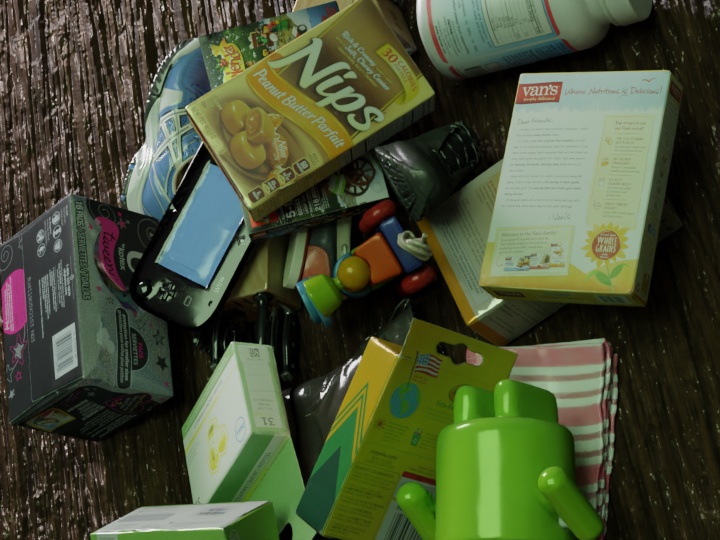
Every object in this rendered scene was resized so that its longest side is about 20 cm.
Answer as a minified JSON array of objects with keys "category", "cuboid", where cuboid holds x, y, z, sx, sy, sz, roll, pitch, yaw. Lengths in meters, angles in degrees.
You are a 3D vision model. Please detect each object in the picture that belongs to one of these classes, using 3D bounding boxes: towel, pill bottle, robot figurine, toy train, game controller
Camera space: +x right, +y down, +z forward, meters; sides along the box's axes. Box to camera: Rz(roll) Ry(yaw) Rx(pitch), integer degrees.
[{"category":"towel","cuboid":[0.146,0.158,1.625,0.146,0.030,0.200,-5,69,31]},{"category":"pill bottle","cuboid":[0.160,-0.247,1.731,0.200,0.109,0.109,-11,66,28]},{"category":"robot figurine","cuboid":[0.119,0.194,1.544,0.175,0.116,0.200,-11,70,39]},{"category":"toy train","cuboid":[0.000,0.000,1.667,0.116,0.200,0.085,-31,89,-3]},{"category":"game controller","cuboid":[-0.142,-0.041,1.799,0.104,0.042,0.200,24,85,36]}]

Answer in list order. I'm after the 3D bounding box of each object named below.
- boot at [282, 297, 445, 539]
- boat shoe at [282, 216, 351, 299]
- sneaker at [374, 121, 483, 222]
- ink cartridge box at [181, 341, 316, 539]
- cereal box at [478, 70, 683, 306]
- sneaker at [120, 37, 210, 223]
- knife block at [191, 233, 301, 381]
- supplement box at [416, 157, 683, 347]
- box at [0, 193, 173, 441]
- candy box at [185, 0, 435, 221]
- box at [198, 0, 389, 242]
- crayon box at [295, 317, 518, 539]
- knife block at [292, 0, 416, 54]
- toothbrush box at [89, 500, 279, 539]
[{"category":"boot","cuboid":[0.015,0.139,1.691,0.174,0.069,0.200,-31,57,17]},{"category":"boat shoe","cuboid":[-0.026,-0.069,1.807,0.062,0.071,0.200,13,71,-8]},{"category":"sneaker","cuboid":[0.066,-0.099,1.693,0.091,0.200,0.076,-28,99,5]},{"category":"ink cartridge box","cuboid":[-0.105,0.187,1.707,0.146,0.048,0.200,-57,36,43]},{"category":"cereal box","cuboid":[0.187,-0.071,1.593,0.144,0.040,0.200,3,72,32]},{"category":"sneaker","cuboid":[-0.178,-0.138,1.928,0.077,0.076,0.200,12,87,28]},{"category":"knife block","cuboid":[-0.091,0.004,1.814,0.176,0.064,0.200,39,93,36]},{"category":"supplement box","cuboid":[0.165,-0.042,1.665,0.200,0.074,0.126,-35,56,16]},{"category":"box","cuboid":[-0.270,0.048,1.862,0.132,0.115,0.200,-31,57,38]},{"category":"candy box","cuboid":[-0.045,-0.148,1.718,0.200,0.055,0.116,-33,80,-5]},{"category":"box","cuboid":[-0.062,-0.140,1.765,0.136,0.038,0.200,-15,77,-1]},{"category":"crayon box","cuboid":[0.041,0.140,1.615,0.051,0.127,0.200,31,98,54]},{"category":"knife block","cuboid":[-0.025,-0.268,1.874,0.200,0.064,0.176,-34,56,17]},{"category":"toothbrush box","cuboid":[-0.139,0.311,1.655,0.145,0.086,0.200,-7,96,30]}]
